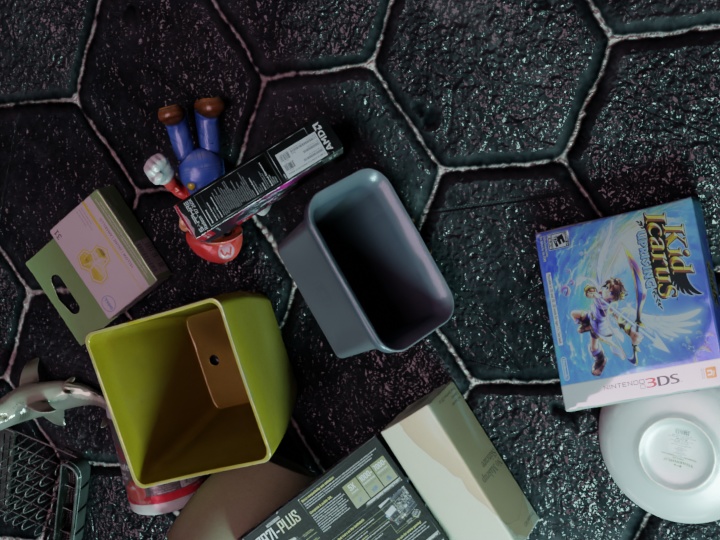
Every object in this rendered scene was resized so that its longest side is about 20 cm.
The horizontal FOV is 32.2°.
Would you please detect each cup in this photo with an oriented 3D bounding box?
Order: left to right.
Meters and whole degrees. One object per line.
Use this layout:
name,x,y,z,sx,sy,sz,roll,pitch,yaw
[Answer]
cup,-0.127,0.308,1.582,0.198,0.200,0.145,23,88,18

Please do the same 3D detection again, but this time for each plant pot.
plant pot,-0.187,0.127,1.549,0.198,0.176,0.202,-15,98,24

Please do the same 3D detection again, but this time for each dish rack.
dish rack,-0.481,0.312,1.810,0.198,0.054,0.155,19,110,20

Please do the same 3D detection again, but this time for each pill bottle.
pill bottle,-0.274,0.210,1.652,0.110,0.111,0.203,-8,100,26

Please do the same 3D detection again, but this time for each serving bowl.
serving bowl,0.355,0.192,1.378,0.198,0.066,0.203,6,106,23

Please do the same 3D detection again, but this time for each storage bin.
storage bin,0.000,0.000,1.465,0.134,0.145,0.201,-28,92,56

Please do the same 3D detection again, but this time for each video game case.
video game case,0.293,0.039,1.347,0.179,0.045,0.203,-13,82,26

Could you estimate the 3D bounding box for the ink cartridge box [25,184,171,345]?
ink cartridge box,-0.364,0.000,1.675,0.199,0.048,0.146,-36,88,26

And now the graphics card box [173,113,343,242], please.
graphics card box,-0.113,-0.103,1.441,0.199,0.125,0.051,-33,89,-1

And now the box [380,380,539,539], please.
box,0.120,0.245,1.488,0.077,0.095,0.201,-33,90,28

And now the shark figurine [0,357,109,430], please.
shark figurine,-0.410,0.196,1.748,0.211,0.129,0.090,2,132,7

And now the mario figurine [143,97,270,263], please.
mario figurine,-0.185,-0.108,1.529,0.122,0.106,0.203,-9,99,25

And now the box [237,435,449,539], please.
box,-0.019,0.322,1.468,0.199,0.086,0.164,-36,85,-17
